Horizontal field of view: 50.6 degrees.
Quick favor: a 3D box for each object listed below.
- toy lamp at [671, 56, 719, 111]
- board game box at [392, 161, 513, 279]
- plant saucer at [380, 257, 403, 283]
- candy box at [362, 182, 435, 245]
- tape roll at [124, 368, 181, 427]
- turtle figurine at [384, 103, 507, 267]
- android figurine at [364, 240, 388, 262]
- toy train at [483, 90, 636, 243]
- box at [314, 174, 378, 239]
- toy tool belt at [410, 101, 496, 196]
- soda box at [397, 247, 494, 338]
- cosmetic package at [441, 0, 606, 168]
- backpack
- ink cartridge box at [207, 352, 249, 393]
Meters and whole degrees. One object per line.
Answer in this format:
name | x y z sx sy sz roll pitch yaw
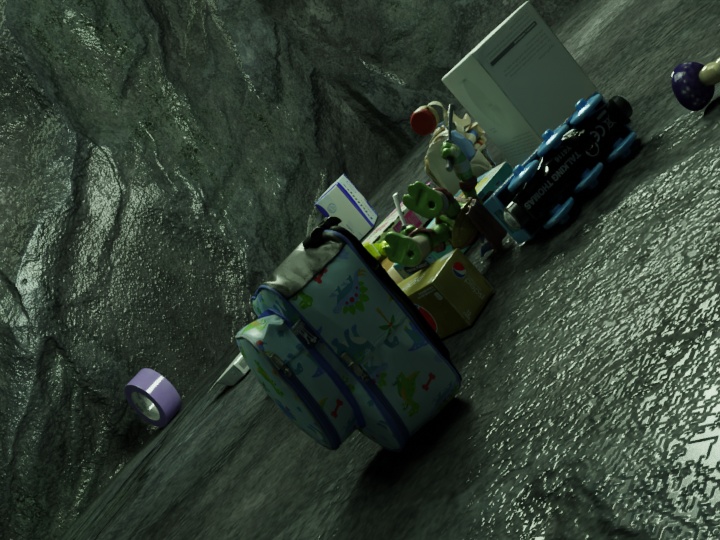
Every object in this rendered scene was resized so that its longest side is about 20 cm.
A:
toy lamp | 0.374 -0.211 0.695 0.058 0.058 0.199 -47 8 -26
board game box | 0.152 -0.072 1.211 0.200 0.047 0.151 -47 7 -20
plant saucer | 0.039 0.020 1.381 0.200 0.035 0.200 -44 7 6
candy box | 0.086 -0.096 1.665 0.200 0.061 0.136 -47 8 -10
tape roll | -0.733 0.451 2.692 0.199 0.200 0.085 -35 10 49
turtle figurine | 0.082 -0.086 0.969 0.142 0.203 0.193 -30 -3 29
android figurine | 0.000 0.000 1.492 0.181 0.041 0.199 -41 -10 17
toy train | 0.234 -0.122 0.891 0.200 0.087 0.114 -46 1 -6
box | -0.041 -0.194 2.454 0.104 0.185 0.200 -39 9 15
toy tool belt | 0.168 -0.219 1.351 0.124 0.201 0.123 -27 17 35
soda box | 0.068 0.049 0.922 0.064 0.068 0.199 -49 8 -34
cosmetic package | 0.252 -0.279 1.191 0.123 0.201 0.199 -41 7 -3
backpack | -0.019 0.081 0.713 0.147 0.200 0.183 -46 5 -15
ink cartridge box | -0.334 0.265 2.126 0.200 0.047 0.161 -46 5 46
